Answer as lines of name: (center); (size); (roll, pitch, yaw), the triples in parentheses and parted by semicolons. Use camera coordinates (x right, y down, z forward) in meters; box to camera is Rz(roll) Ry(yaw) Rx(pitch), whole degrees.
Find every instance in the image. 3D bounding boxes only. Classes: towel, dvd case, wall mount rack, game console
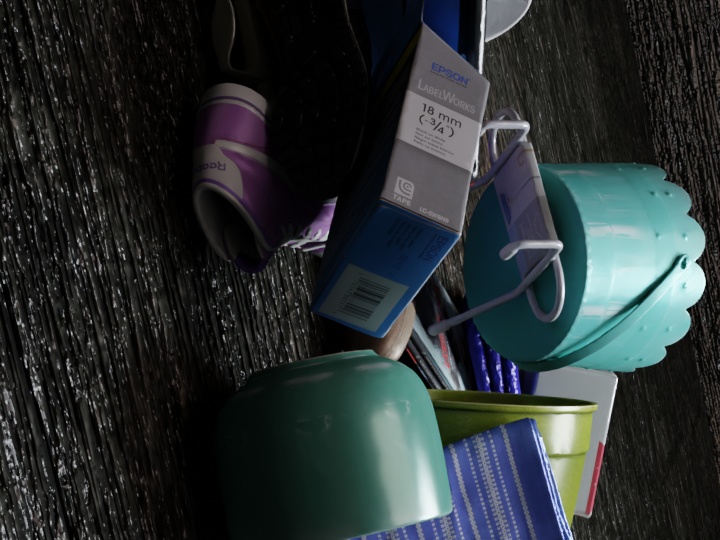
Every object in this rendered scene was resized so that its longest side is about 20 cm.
towel: (0.141, 0.100, 1.437); (0.200, 0.049, 0.150); (-65, 142, -82)
dvd case: (0.066, 0.050, 1.339); (0.201, 0.022, 0.147); (58, 19, -45)
wall mount rack: (0.107, -0.036, 1.231); (0.174, 0.074, 0.203); (126, -43, -57)
towel: (0.064, 0.210, 1.073); (0.024, 0.198, 0.147); (-148, -141, -74)
game console: (0.037, -0.181, 1.034); (0.177, 0.031, 0.203); (43, -40, 52)

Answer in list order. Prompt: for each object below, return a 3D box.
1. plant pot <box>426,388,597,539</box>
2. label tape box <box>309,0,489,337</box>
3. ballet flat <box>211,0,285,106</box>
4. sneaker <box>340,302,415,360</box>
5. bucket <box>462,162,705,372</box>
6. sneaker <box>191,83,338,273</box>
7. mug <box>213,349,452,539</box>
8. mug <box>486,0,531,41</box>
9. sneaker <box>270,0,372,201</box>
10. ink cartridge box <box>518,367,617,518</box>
plant pot: (0.097, 0.203, 1.177); (0.200, 0.198, 0.196); (7, 85, -68)
label tape box: (0.032, -0.077, 0.981); (0.145, 0.063, 0.202); (125, -18, -53)
ballet flat: (-0.075, -0.147, 1.056); (0.072, 0.067, 0.203); (-24, 103, -48)
sneaker: (0.000, 0.000, 1.190); (0.076, 0.070, 0.202); (44, 32, -31)
bucket: (0.197, -0.004, 1.280); (0.133, 0.206, 0.210); (1, 76, -32)
sneaker: (-0.061, -0.032, 1.023); (0.200, 0.072, 0.116); (40, 43, -43)
mug: (-0.029, 0.121, 0.943); (0.150, 0.184, 0.116); (-8, 82, -30)
mug: (0.091, -0.350, 1.413); (0.200, 0.145, 0.178); (115, -35, -63)
sneaker: (-0.014, -0.136, 1.015); (0.088, 0.075, 0.203); (41, 42, -57)
ink cartridge box: (0.206, 0.160, 1.475); (0.200, 0.082, 0.147); (-48, 148, -85)
